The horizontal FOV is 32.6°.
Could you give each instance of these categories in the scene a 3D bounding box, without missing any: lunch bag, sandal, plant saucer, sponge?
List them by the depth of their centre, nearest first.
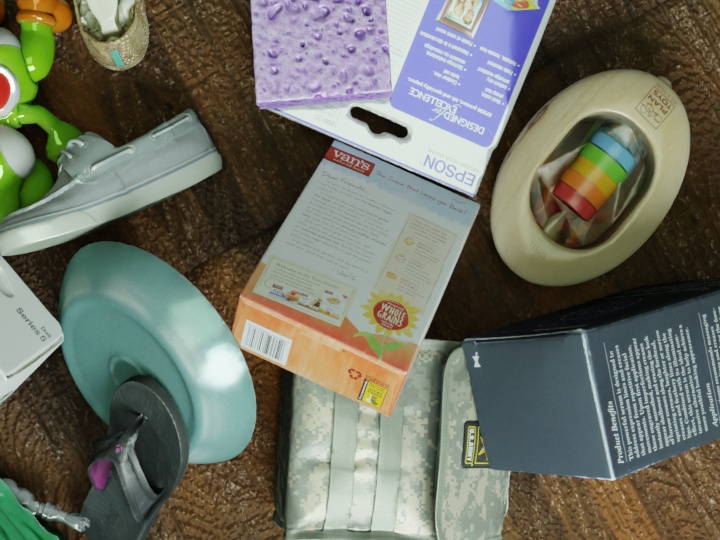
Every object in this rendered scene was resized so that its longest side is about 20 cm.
[{"bbox_3d":[-0.168,0.074,0.948,0.201,0.200,0.036,51,49,-2],"label":"plant saucer"},{"bbox_3d":[-0.182,0.166,0.957,0.075,0.048,0.202,33,128,14],"label":"sandal"},{"bbox_3d":[-0.034,-0.235,0.981,0.110,0.030,0.204,-3,89,0],"label":"sponge"},{"bbox_3d":[0.034,0.135,0.991,0.197,0.118,0.167,5,87,-11],"label":"lunch bag"}]

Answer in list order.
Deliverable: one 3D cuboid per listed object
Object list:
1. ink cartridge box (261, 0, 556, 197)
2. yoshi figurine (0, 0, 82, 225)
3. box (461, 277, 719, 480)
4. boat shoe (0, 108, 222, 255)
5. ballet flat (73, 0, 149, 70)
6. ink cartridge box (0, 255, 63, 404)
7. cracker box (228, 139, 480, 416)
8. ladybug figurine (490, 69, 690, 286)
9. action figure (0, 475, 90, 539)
[{"bbox_3d":[0.042,-0.189,1.017,0.196,0.043,0.203,23,89,-2],"label":"ink cartridge box"},{"bbox_3d":[-0.283,-0.121,0.993,0.111,0.112,0.204,13,74,-41],"label":"yoshi figurine"},{"bbox_3d":[0.205,0.078,0.943,0.198,0.148,0.109,-13,92,-30],"label":"box"},{"bbox_3d":[-0.203,-0.074,0.969,0.199,0.070,0.072,-28,95,-32],"label":"boat shoe"},{"bbox_3d":[-0.211,-0.265,0.993,0.069,0.065,0.203,-15,92,-2],"label":"ballet flat"},{"bbox_3d":[-0.346,0.066,0.945,0.200,0.084,0.146,-41,92,27],"label":"ink cartridge box"},{"bbox_3d":[0.000,0.000,0.947,0.132,0.058,0.201,24,46,5],"label":"cracker box"},{"bbox_3d":[0.187,-0.077,1.012,0.136,0.072,0.200,43,90,-2],"label":"ladybug figurine"},{"bbox_3d":[-0.253,0.228,0.997,0.200,0.055,0.119,44,131,11],"label":"action figure"}]
